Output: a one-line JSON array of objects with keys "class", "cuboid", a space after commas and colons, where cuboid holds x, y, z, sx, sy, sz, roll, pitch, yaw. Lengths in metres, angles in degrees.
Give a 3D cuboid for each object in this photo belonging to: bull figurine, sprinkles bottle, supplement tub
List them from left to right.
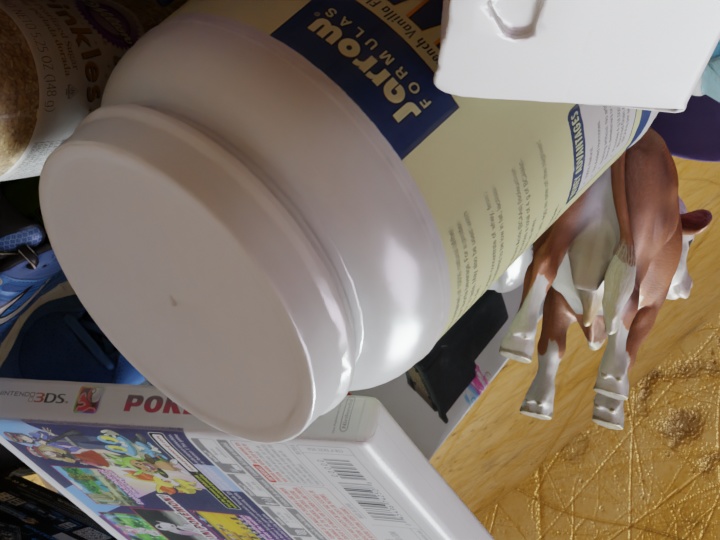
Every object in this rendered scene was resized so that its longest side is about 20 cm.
[{"class": "sprinkles bottle", "cuboid": [-0.109, -0.068, 0.745, 0.068, 0.068, 0.200, -45, 164, 29]}, {"class": "supplement tub", "cuboid": [0.001, -0.050, 0.716, 0.200, 0.145, 0.145, -44, 171, -30]}, {"class": "bull figurine", "cuboid": [0.105, 0.000, 0.876, 0.200, 0.065, 0.122, 51, 53, -69]}]

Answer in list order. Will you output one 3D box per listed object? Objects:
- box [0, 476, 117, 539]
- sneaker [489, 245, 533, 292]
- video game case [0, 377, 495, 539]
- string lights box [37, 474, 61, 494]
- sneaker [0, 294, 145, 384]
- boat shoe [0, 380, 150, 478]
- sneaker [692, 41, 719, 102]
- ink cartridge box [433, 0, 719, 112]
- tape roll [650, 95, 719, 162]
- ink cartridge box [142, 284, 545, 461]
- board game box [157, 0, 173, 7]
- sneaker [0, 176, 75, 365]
[{"class": "box", "cuboid": [-0.186, 0.146, 0.993, 0.159, 0.199, 0.046, -12, 119, -62]}, {"class": "sneaker", "cuboid": [0.002, -0.068, 0.872, 0.104, 0.201, 0.076, -20, -156, 2]}, {"class": "video game case", "cuboid": [-0.038, 0.100, 0.865, 0.200, 0.181, 0.023, 52, 47, -52]}, {"class": "string lights box", "cuboid": [-0.095, 0.047, 1.169, 0.200, 0.059, 0.103, -43, 165, 21]}, {"class": "sneaker", "cuboid": [-0.096, 0.005, 0.987, 0.199, 0.077, 0.111, -30, 171, -45]}, {"class": "boat shoe", "cuboid": [-0.166, 0.064, 1.033, 0.199, 0.076, 0.060, -4, 145, -46]}, {"class": "sneaker", "cuboid": [0.178, -0.098, 0.719, 0.080, 0.130, 0.200, -56, 169, -12]}, {"class": "ink cartridge box", "cuboid": [0.073, -0.166, 0.608, 0.083, 0.202, 0.145, 5, 162, 0]}, {"class": "tape roll", "cuboid": [0.158, -0.153, 0.866, 0.085, 0.201, 0.200, -22, 160, -44]}, {"class": "ink cartridge box", "cuboid": [0.000, 0.000, 0.937, 0.083, 0.146, 0.200, -19, -156, 51]}, {"class": "board game box", "cuboid": [-0.043, -0.168, 0.636, 0.134, 0.045, 0.200, -38, 166, -1]}, {"class": "sneaker", "cuboid": [-0.162, -0.005, 0.833, 0.200, 0.078, 0.089, -42, 161, -17]}]
